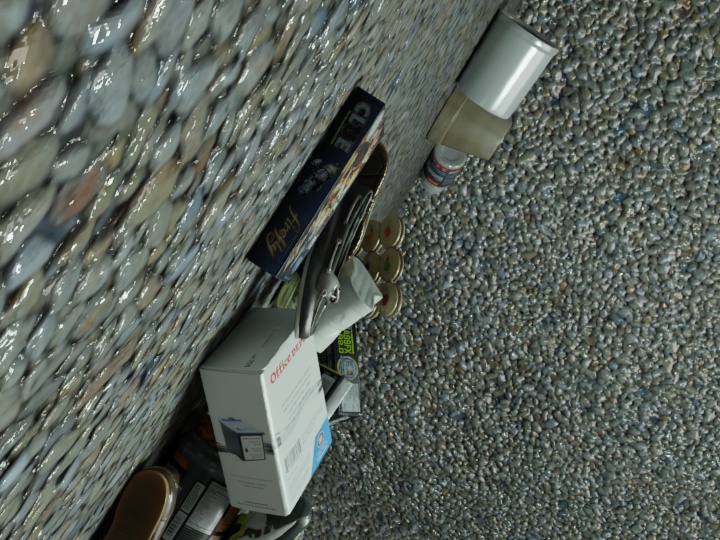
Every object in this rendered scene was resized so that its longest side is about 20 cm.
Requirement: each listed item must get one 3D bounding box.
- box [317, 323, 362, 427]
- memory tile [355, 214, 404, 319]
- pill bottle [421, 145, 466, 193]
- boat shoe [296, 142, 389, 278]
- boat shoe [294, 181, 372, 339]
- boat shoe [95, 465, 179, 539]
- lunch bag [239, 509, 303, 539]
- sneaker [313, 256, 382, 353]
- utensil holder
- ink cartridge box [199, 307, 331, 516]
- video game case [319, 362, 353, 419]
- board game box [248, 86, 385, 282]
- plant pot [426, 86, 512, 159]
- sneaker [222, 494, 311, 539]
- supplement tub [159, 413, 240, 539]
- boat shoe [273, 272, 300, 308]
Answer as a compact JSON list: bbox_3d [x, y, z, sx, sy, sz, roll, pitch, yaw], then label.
[{"bbox_3d":[-0.064,0.137,1.283,0.160,0.044,0.201,-32,-123,51],"label":"box"},{"bbox_3d":[0.000,0.000,1.274,0.199,0.017,0.155,-11,-108,55],"label":"memory tile"},{"bbox_3d":[0.286,-0.359,2.958,0.120,0.119,0.200,-56,177,-30],"label":"pill bottle"},{"bbox_3d":[-0.020,-0.076,1.079,0.201,0.071,0.076,-58,-171,15],"label":"boat shoe"},{"bbox_3d":[-0.032,-0.015,0.973,0.067,0.057,0.201,93,9,-75],"label":"boat shoe"},{"bbox_3d":[-0.267,0.317,0.960,0.201,0.070,0.070,-58,174,-4],"label":"boat shoe"},{"bbox_3d":[-0.207,0.361,1.262,0.199,0.140,0.168,-27,-164,-17],"label":"lunch bag"},{"bbox_3d":[-0.036,0.047,1.133,0.115,0.074,0.200,-37,-179,11],"label":"sneaker"},{"bbox_3d":[0.345,-0.489,2.004,0.200,0.169,0.170,-55,179,24],"label":"utensil holder"},{"bbox_3d":[-0.108,0.166,1.013,0.147,0.085,0.201,-53,139,-57],"label":"ink cartridge box"},{"bbox_3d":[-0.118,0.213,1.199,0.201,0.025,0.180,-54,-149,-13],"label":"video game case"},{"bbox_3d":[-0.041,-0.082,0.878,0.201,0.034,0.135,-58,178,-2],"label":"board game box"},{"bbox_3d":[0.295,-0.385,2.212,0.201,0.173,0.200,-57,178,-2],"label":"plant pot"},{"bbox_3d":[-0.110,0.338,1.078,0.200,0.084,0.075,-38,-155,43],"label":"sneaker"},{"bbox_3d":[-0.218,0.297,1.094,0.201,0.122,0.123,-57,178,-4],"label":"supplement tub"},{"bbox_3d":[-0.051,-0.017,1.179,0.201,0.062,0.073,-59,176,21],"label":"boat shoe"}]
